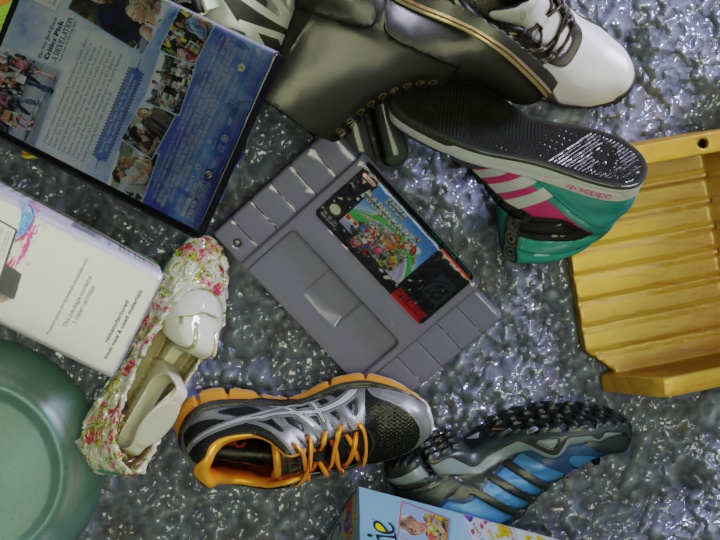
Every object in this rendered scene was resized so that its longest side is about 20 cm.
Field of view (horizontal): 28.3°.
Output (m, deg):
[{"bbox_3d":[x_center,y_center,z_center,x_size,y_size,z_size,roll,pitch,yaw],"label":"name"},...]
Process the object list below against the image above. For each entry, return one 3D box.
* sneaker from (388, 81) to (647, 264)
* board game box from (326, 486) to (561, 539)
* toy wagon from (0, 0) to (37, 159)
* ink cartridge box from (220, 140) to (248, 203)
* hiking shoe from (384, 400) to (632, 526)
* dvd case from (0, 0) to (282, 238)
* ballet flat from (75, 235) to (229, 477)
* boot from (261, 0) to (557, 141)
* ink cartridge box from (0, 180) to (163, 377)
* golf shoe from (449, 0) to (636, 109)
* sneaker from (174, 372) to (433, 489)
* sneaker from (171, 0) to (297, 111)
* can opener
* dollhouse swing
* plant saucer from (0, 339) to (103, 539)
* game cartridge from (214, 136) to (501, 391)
[{"bbox_3d":[0.110,-0.070,1.103,0.200,0.121,0.084,22,50,8],"label":"sneaker"},{"bbox_3d":[0.072,0.258,1.092,0.200,0.105,0.103,18,127,-15],"label":"board game box"},{"bbox_3d":[-0.253,-0.182,1.066,0.155,0.040,0.200,-11,96,-8],"label":"toy wagon"},{"bbox_3d":[-0.126,-0.156,1.083,0.099,0.039,0.200,9,93,-20],"label":"ink cartridge box"},{"bbox_3d":[0.122,0.162,1.143,0.200,0.074,0.087,-13,104,2],"label":"hiking shoe"},{"bbox_3d":[-0.170,-0.129,1.010,0.200,0.018,0.143,27,100,11],"label":"dvd case"},{"bbox_3d":[-0.143,0.071,1.083,0.076,0.064,0.200,28,88,-42],"label":"ballet flat"},{"bbox_3d":[0.028,-0.135,1.035,0.200,0.077,0.138,28,94,-13],"label":"boot"},{"bbox_3d":[-0.249,-0.011,1.024,0.200,0.145,0.084,28,89,-10],"label":"ink cartridge box"},{"bbox_3d":[0.133,-0.185,1.102,0.200,0.094,0.078,25,89,-12],"label":"golf shoe"},{"bbox_3d":[-0.042,0.132,1.093,0.200,0.077,0.078,-6,117,-3],"label":"sneaker"},{"bbox_3d":[-0.106,-0.196,1.025,0.200,0.074,0.089,42,79,-19],"label":"sneaker"},{"bbox_3d":[-0.007,-0.174,1.092,0.053,0.067,0.200,-16,96,-8],"label":"can opener"},{"bbox_3d":[0.273,-0.004,1.097,0.182,0.176,0.200,-10,97,-9],"label":"dollhouse swing"},{"bbox_3d":[-0.296,0.151,1.085,0.200,0.036,0.200,-1,94,-9],"label":"plant saucer"},{"bbox_3d":[0.000,0.000,1.108,0.130,0.038,0.200,-41,100,17],"label":"game cartridge"}]
